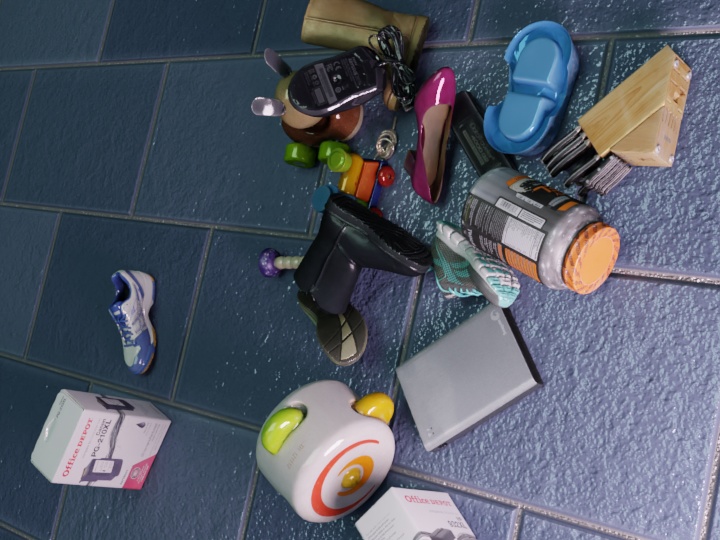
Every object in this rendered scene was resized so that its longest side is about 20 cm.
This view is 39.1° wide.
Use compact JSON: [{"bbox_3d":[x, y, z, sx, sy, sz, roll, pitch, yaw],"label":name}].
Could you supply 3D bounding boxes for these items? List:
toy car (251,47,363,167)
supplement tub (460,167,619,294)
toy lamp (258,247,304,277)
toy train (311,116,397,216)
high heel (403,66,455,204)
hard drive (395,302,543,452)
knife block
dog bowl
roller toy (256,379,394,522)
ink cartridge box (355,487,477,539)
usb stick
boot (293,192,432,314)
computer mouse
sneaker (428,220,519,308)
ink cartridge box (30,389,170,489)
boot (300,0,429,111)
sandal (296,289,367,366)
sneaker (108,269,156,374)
[{"bbox_3d":[-0.106,-0.278,1.676,0.157,0.199,0.165,3,79,39],"label":"toy car"},{"bbox_3d":[0.244,-0.053,1.378,0.200,0.122,0.123,32,98,39],"label":"supplement tub"},{"bbox_3d":[-0.082,-0.015,1.678,0.199,0.058,0.059,2,79,39],"label":"toy lamp"},{"bbox_3d":[-0.007,-0.169,1.620,0.084,0.115,0.201,14,87,40],"label":"toy train"},{"bbox_3d":[0.120,-0.202,1.526,0.096,0.067,0.201,-121,31,-41],"label":"high heel"},{"bbox_3d":[0.153,0.152,1.454,0.200,0.033,0.140,-37,57,25],"label":"hard drive"},{"bbox_3d":[0.341,-0.199,1.378,0.175,0.064,0.201,10,84,40],"label":"knife block"},{"bbox_3d":[0.254,-0.260,1.477,0.111,0.049,0.201,18,90,41],"label":"dog bowl"},{"bbox_3d":[-0.046,0.268,1.488,0.140,0.199,0.183,40,138,39],"label":"roller toy"},{"bbox_3d":[0.104,0.395,1.351,0.084,0.145,0.200,-48,53,17],"label":"ink cartridge box"},{"bbox_3d":[0.182,-0.190,1.527,0.055,0.033,0.201,-36,57,18],"label":"usb stick"},{"bbox_3d":[0.000,0.000,1.545,0.200,0.076,0.169,34,119,20],"label":"boot"},{"bbox_3d":[-0.015,-0.292,1.591,0.199,0.053,0.139,-17,77,1],"label":"computer mouse"},{"bbox_3d":[0.156,0.010,1.465,0.092,0.077,0.200,-62,34,18],"label":"sneaker"},{"bbox_3d":[-0.460,0.302,1.801,0.084,0.199,0.146,29,97,40],"label":"ink cartridge box"},{"bbox_3d":[-0.003,-0.361,1.655,0.199,0.066,0.176,16,75,12],"label":"boot"},{"bbox_3d":[-0.041,0.085,1.617,0.079,0.058,0.201,-22,38,-8],"label":"sandal"},{"bbox_3d":[-0.442,0.096,1.919,0.075,0.088,0.201,-18,68,32],"label":"sneaker"}]
